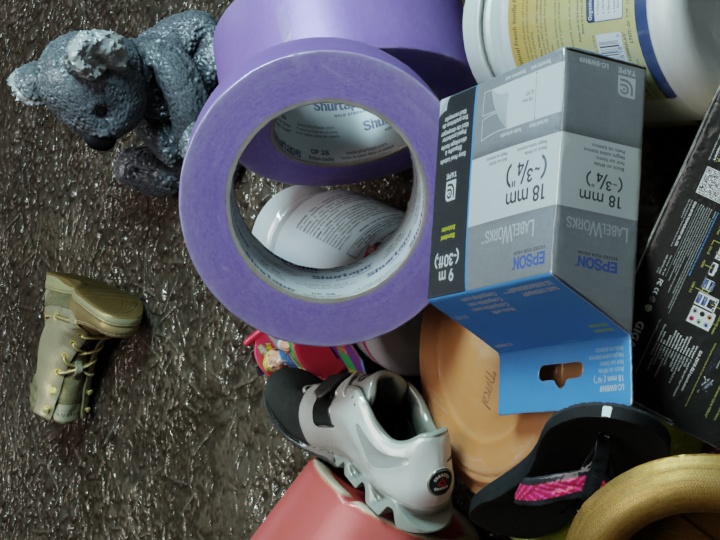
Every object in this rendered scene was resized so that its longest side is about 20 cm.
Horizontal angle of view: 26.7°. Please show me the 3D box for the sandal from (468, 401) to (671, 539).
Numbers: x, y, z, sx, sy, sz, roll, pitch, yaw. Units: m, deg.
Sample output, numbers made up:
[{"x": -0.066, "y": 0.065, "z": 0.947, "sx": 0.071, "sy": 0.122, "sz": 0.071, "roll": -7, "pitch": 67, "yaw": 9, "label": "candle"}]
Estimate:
[{"x": 0.126, "y": 0.137, "z": 0.930, "sx": 0.200, "sy": 0.075, "sz": 0.045, "roll": 126, "pitch": 162, "yaw": -54, "label": "sandal"}]

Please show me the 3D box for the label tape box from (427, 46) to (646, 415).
[{"x": 0.103, "y": -0.018, "z": 0.923, "sx": 0.144, "sy": 0.063, "sz": 0.202, "roll": -15, "pitch": 68, "yaw": 61, "label": "label tape box"}]

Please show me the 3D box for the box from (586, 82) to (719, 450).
[{"x": 0.242, "y": 0.010, "z": 0.877, "sx": 0.159, "sy": 0.049, "sz": 0.201, "roll": 26, "pitch": 108, "yaw": 14, "label": "box"}]

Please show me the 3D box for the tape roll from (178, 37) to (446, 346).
[{"x": -0.024, "y": -0.055, "z": 1.043, "sx": 0.085, "sy": 0.198, "sz": 0.202, "roll": -104, "pitch": 30, "yaw": -76, "label": "tape roll"}]

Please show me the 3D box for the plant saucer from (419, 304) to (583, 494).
[{"x": 0.095, "y": 0.058, "z": 1.031, "sx": 0.200, "sy": 0.032, "sz": 0.202, "roll": -2, "pitch": 88, "yaw": 60, "label": "plant saucer"}]

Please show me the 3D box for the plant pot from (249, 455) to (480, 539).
[{"x": -0.010, "y": 0.246, "z": 1.135, "sx": 0.200, "sy": 0.200, "sz": 0.178, "roll": 36, "pitch": 103, "yaw": 50, "label": "plant pot"}]

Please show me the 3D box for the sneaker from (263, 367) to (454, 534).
[{"x": 0.003, "y": 0.101, "z": 1.099, "sx": 0.200, "sy": 0.074, "sz": 0.089, "roll": 31, "pitch": 123, "yaw": 43, "label": "sneaker"}]

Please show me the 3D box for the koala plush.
[{"x": -0.232, "y": -0.181, "z": 1.491, "sx": 0.177, "sy": 0.199, "sz": 0.186, "roll": -10, "pitch": 75, "yaw": 53, "label": "koala plush"}]

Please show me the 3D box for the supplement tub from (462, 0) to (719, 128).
[{"x": 0.175, "y": -0.164, "z": 0.984, "sx": 0.199, "sy": 0.144, "sz": 0.146, "roll": 4, "pitch": 87, "yaw": 53, "label": "supplement tub"}]

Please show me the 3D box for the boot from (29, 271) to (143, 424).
[{"x": -0.301, "y": 0.092, "z": 1.639, "sx": 0.199, "sy": 0.072, "sz": 0.157, "roll": 18, "pitch": 98, "yaw": 55, "label": "boot"}]

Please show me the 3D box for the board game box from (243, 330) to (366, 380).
[{"x": -0.053, "y": 0.073, "z": 1.229, "sx": 0.158, "sy": 0.039, "sz": 0.201, "roll": 40, "pitch": 159, "yaw": 33, "label": "board game box"}]

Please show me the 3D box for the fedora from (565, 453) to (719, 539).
[{"x": 0.214, "y": 0.176, "z": 0.881, "sx": 0.201, "sy": 0.200, "sz": 0.082, "roll": -58, "pitch": 2, "yaw": 29, "label": "fedora"}]

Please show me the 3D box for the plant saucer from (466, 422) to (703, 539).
[{"x": 0.139, "y": 0.119, "z": 1.030, "sx": 0.200, "sy": 0.048, "sz": 0.201, "roll": 36, "pitch": 120, "yaw": 55, "label": "plant saucer"}]

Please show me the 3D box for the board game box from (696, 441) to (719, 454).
[{"x": 0.208, "y": 0.084, "z": 0.994, "sx": 0.096, "sy": 0.030, "sz": 0.201, "roll": -51, "pitch": 44, "yaw": 36, "label": "board game box"}]

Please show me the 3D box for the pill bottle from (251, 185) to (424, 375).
[{"x": 0.000, "y": 0.000, "z": 1.216, "sx": 0.200, "sy": 0.113, "sz": 0.114, "roll": 28, "pitch": 106, "yaw": 52, "label": "pill bottle"}]

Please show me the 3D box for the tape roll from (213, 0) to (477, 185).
[{"x": -0.010, "y": -0.150, "z": 1.173, "sx": 0.200, "sy": 0.199, "sz": 0.086, "roll": -36, "pitch": 57, "yaw": 44, "label": "tape roll"}]
